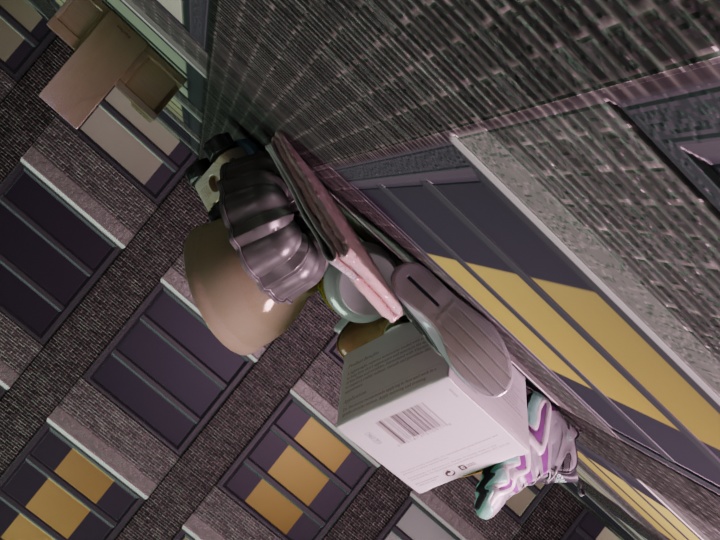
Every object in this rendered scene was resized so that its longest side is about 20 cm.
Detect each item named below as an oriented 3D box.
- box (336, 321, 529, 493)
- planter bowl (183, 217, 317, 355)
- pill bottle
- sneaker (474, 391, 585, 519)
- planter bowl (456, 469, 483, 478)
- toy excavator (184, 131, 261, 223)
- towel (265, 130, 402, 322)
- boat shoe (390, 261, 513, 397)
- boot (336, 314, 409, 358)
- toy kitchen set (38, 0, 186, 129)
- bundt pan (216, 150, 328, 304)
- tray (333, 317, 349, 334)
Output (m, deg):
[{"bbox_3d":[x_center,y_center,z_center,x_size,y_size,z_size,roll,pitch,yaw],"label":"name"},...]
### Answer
[{"bbox_3d":[0.102,0.182,1.214,0.200,0.197,0.133,42,-144,-30],"label":"box"},{"bbox_3d":[-0.145,0.002,1.273,0.201,0.133,0.202,54,-159,-32],"label":"planter bowl"},{"bbox_3d":[-0.003,0.015,1.264,0.112,0.113,0.200,41,177,-8],"label":"pill bottle"},{"bbox_3d":[0.255,0.289,1.241,0.139,0.202,0.078,35,159,-2],"label":"sneaker"},{"bbox_3d":[0.172,0.243,1.368,0.200,0.196,0.085,-166,55,-81],"label":"planter bowl"},{"bbox_3d":[-0.183,-0.138,1.398,0.198,0.194,0.101,-23,-103,-48],"label":"toy excavator"},{"bbox_3d":[-0.031,-0.048,1.046,0.202,0.032,0.191,60,-174,31],"label":"towel"},{"bbox_3d":[0.114,0.071,1.078,0.201,0.072,0.071,51,175,13],"label":"boat shoe"},{"bbox_3d":[0.037,0.095,1.426,0.067,0.173,0.200,57,178,-2],"label":"boot"},{"bbox_3d":[-0.401,-0.297,1.356,0.199,0.164,0.180,42,176,-17],"label":"toy kitchen set"},{"bbox_3d":[-0.100,-0.064,1.138,0.203,0.074,0.204,57,-159,-35],"label":"bundt pan"},{"bbox_3d":[0.054,0.136,1.567,0.199,0.108,0.022,37,-147,-10],"label":"tray"}]
